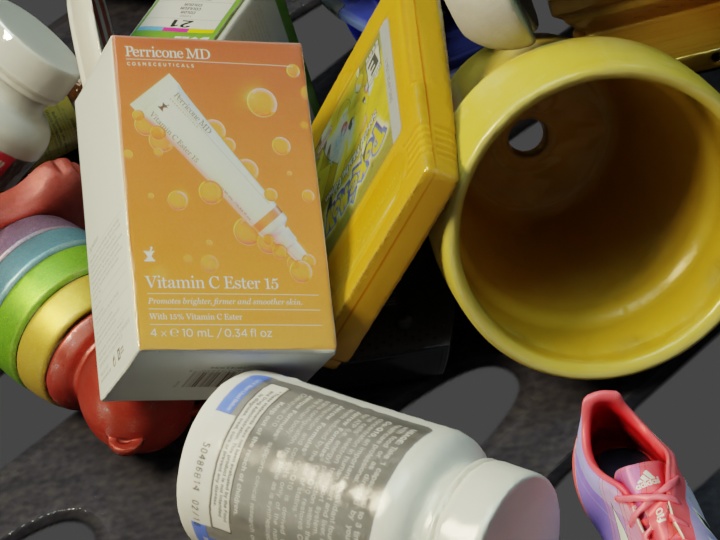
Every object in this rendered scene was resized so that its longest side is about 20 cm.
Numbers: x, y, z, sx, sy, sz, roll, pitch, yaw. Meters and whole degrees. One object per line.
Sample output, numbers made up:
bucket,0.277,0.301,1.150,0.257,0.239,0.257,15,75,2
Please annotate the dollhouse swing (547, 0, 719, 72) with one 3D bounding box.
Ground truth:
dollhouse swing,0.217,-0.198,1.549,0.181,0.200,0.176,-14,41,4

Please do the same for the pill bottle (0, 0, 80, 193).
pill bottle,-0.284,-0.087,1.600,0.200,0.111,0.111,-49,40,13

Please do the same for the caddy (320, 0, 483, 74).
caddy,0.019,-0.213,1.679,0.105,0.142,0.200,-22,40,-9

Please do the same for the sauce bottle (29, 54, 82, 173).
sauce bottle,-0.222,-0.117,1.714,0.199,0.066,0.066,-27,41,-14

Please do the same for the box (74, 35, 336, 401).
box,-0.096,-0.030,1.407,0.124,0.097,0.201,0,69,-21

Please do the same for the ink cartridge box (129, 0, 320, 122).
ink cartridge box,-0.112,-0.092,1.581,0.075,0.148,0.200,7,46,28

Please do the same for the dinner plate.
dinner plate,-0.176,-0.125,1.600,0.024,0.201,0.201,-14,40,-3

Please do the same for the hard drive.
hard drive,0.000,0.000,1.521,0.134,0.042,0.200,-10,42,8

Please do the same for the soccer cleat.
soccer cleat,0.167,0.148,1.271,0.066,0.077,0.200,-21,40,-6

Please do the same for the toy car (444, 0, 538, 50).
toy car,0.120,-0.231,1.406,0.174,0.150,0.200,-25,8,10

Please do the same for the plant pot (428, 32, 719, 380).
plant pot,0.127,-0.059,1.445,0.200,0.201,0.189,-21,24,-4

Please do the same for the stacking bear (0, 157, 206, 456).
stacking bear,-0.178,0.039,1.490,0.121,0.114,0.200,-24,50,-30

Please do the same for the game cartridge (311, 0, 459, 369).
game cartridge,0.005,-0.062,1.436,0.032,0.177,0.200,18,38,-17

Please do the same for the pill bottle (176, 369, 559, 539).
pill bottle,0.005,0.134,1.315,0.199,0.114,0.114,16,50,33
